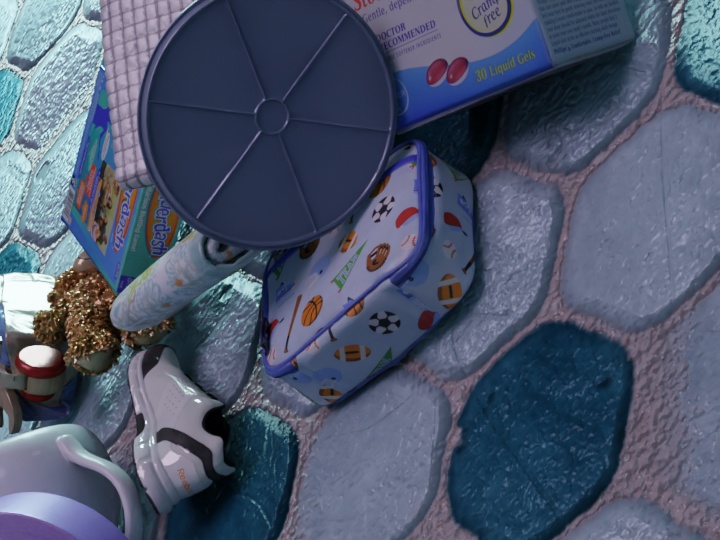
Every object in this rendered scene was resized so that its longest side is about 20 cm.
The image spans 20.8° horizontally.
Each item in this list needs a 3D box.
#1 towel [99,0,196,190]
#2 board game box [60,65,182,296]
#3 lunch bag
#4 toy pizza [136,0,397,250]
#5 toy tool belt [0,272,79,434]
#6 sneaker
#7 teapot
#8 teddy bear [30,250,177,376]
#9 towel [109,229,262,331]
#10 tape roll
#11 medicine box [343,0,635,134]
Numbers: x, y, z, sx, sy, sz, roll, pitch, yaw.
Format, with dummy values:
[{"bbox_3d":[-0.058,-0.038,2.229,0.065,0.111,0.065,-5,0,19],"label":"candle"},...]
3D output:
[{"bbox_3d":[-0.114,-0.167,1.551,0.165,0.085,0.201,-13,79,31],"label":"towel"},{"bbox_3d":[-0.203,-0.079,1.725,0.200,0.045,0.153,45,121,60],"label":"board game box"},{"bbox_3d":[0.000,0.000,1.502,0.200,0.075,0.161,-37,36,31],"label":"lunch bag"},{"bbox_3d":[-0.069,-0.115,1.448,0.201,0.200,0.032,-60,21,-1],"label":"toy pizza"},{"bbox_3d":[-0.311,0.094,1.849,0.200,0.124,0.124,-118,32,-58],"label":"toy tool belt"},{"bbox_3d":[-0.145,0.124,1.626,0.080,0.074,0.200,-23,33,3],"label":"sneaker"},{"bbox_3d":[-0.275,0.227,1.637,0.196,0.200,0.147,-25,76,-8],"label":"teapot"},{"bbox_3d":[-0.227,0.029,1.758,0.144,0.067,0.200,-22,23,11],"label":"teddy bear"},{"bbox_3d":[-0.095,-0.029,1.576,0.200,0.048,0.171,-38,0,-36],"label":"towel"},{"bbox_3d":[-0.259,0.277,1.521,0.200,0.200,0.066,-49,-5,16],"label":"tape roll"},{"bbox_3d":[0.078,-0.228,1.456,0.182,0.103,0.201,-19,92,47],"label":"medicine box"}]
